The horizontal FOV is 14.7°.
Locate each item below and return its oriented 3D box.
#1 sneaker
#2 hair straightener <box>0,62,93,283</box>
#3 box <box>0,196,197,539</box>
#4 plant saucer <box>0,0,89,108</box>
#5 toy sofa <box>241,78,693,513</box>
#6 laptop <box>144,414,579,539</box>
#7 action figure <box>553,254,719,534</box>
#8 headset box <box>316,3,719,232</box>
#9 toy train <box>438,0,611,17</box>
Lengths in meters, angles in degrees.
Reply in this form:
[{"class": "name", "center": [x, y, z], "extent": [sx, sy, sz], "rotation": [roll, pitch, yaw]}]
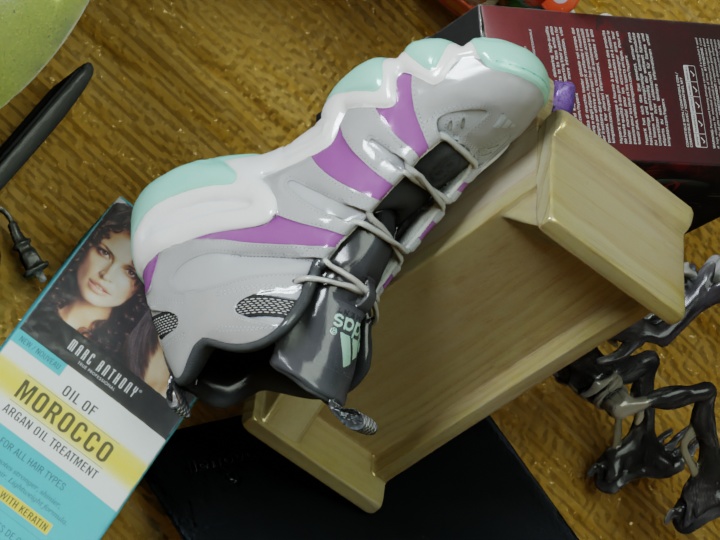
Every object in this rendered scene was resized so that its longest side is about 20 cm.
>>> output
[{"class": "sneaker", "center": [0.000, 0.000, 1.137], "extent": [0.078, 0.200, 0.140], "rotation": [32, 39, -46]}, {"class": "hair straightener", "center": [-0.165, -0.016, 1.206], "extent": [0.077, 0.041, 0.200], "rotation": [36, 58, -16]}, {"class": "box", "center": [-0.129, 0.069, 1.188], "extent": [0.082, 0.049, 0.200], "rotation": [37, 57, -6]}, {"class": "plant saucer", "center": [-0.189, -0.141, 1.148], "extent": [0.031, 0.200, 0.200], "rotation": [37, 51, -53]}, {"class": "toy sofa", "center": [0.044, 0.011, 1.208], "extent": [0.083, 0.200, 0.098], "rotation": [36, 38, -26]}, {"class": "laptop", "center": [0.006, 0.168, 1.264], "extent": [0.187, 0.116, 0.200], "rotation": [-11, 106, -34]}, {"class": "action figure", "center": [0.124, 0.024, 1.304], "extent": [0.102, 0.119, 0.200], "rotation": [-44, 126, -19]}, {"class": "headset box", "center": [0.085, -0.061, 1.314], "extent": [0.200, 0.149, 0.075], "rotation": [2, 72, -33]}, {"class": "toy train", "center": [0.063, -0.141, 1.329], "extent": [0.150, 0.056, 0.200], "rotation": [47, 6, 27]}]
